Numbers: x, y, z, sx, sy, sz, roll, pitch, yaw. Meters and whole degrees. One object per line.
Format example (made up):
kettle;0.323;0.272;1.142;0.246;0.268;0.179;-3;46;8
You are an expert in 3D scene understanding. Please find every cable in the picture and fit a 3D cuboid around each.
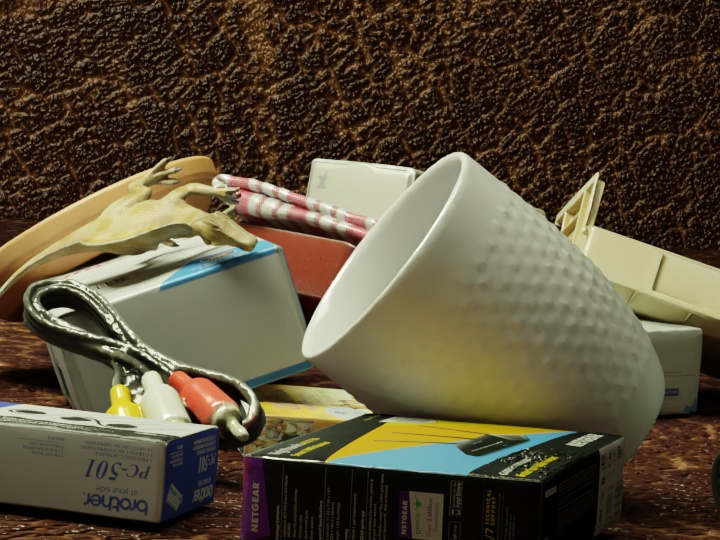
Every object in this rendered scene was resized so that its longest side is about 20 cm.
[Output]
cable;-0.123;0.051;1.441;0.097;0.050;0.200;-20;45;-19

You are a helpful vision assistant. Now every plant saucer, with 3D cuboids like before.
plant saucer;-0.002;0.042;1.749;0.200;0.037;0.200;41;-15;-30
plant saucer;-0.185;-0.017;1.782;0.200;0.037;0.200;-28;-5;-3

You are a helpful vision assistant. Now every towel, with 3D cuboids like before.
towel;0.000;0.000;1.723;0.200;0.030;0.146;19;-20;37

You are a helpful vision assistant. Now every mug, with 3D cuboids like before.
mug;0.073;0.043;1.463;0.175;0.148;0.200;38;-8;-11

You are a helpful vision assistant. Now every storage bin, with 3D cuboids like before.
storage bin;0.252;0.012;2.005;0.200;0.094;0.199;20;-11;-2

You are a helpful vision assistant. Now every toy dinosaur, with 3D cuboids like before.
toy dinosaur;-0.145;-0.028;1.583;0.200;0.058;0.101;-11;12;30

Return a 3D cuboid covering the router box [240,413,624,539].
router box;0.042;0.110;1.280;0.149;0.051;0.200;4;3;16

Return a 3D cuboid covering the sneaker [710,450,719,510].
sneaker;0.306;0.115;1.381;0.200;0.084;0.121;7;14;38

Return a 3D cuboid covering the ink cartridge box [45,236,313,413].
ink cartridge box;-0.124;0.035;1.620;0.146;0.086;0.200;-19;7;-10

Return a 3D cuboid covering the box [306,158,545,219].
box;0.048;-0.027;1.893;0.095;0.078;0.200;8;-3;35

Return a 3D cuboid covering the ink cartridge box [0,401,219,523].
ink cartridge box;-0.182;0.094;1.312;0.200;0.044;0.094;5;3;14

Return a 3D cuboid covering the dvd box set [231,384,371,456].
dvd box set;0.018;0.098;1.581;0.200;0.029;0.146;5;4;-8

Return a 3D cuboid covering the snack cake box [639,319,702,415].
snack cake box;0.146;0.065;1.932;0.115;0.067;0.200;-1;7;-45
